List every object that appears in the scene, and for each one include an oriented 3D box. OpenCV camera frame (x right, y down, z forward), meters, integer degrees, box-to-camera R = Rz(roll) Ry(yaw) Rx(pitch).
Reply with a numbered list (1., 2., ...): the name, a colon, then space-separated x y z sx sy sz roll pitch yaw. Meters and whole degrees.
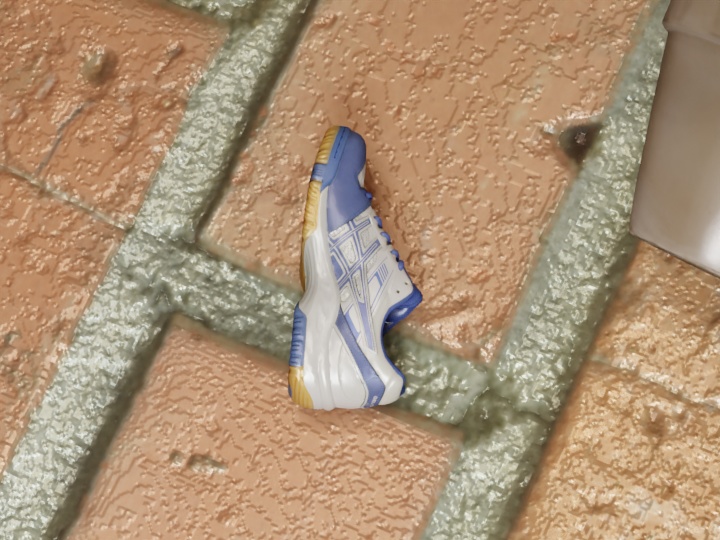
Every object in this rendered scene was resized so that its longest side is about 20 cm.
1. sneaker: 0.000 0.000 1.786 0.088 0.075 0.201 4 76 0
2. plant pot: 0.264 -0.078 1.706 0.200 0.200 0.174 28 92 19
